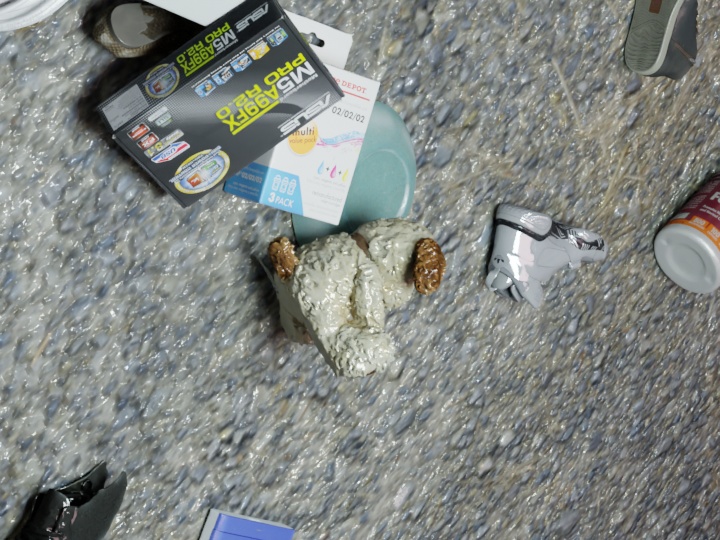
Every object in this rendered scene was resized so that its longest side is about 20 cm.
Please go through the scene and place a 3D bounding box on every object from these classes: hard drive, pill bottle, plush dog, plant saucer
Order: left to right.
[{"bbox_3d":[-0.154,0.374,2.012,0.132,0.025,0.201,22,87,-50],"label":"hard drive"},{"bbox_3d":[0.000,0.000,1.907,0.171,0.200,0.161,-29,114,-15],"label":"plush dog"},{"bbox_3d":[0.006,-0.089,2.006,0.201,0.039,0.202,-20,118,-43],"label":"plant saucer"},{"bbox_3d":[0.514,-0.069,2.533,0.200,0.114,0.115,-43,132,-30],"label":"pill bottle"}]

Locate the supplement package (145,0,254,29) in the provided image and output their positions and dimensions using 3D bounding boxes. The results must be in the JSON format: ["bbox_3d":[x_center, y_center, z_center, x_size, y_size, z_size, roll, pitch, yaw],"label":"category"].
[{"bbox_3d":[-0.174,-0.317,1.624,0.117,0.117,0.200,-45,145,21],"label":"supplement package"}]

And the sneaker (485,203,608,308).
[{"bbox_3d":[0.230,-0.010,2.267,0.200,0.075,0.115,16,92,-45],"label":"sneaker"}]

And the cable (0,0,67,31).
[{"bbox_3d":[-0.311,-0.298,1.479,0.199,0.069,0.201,20,90,-13],"label":"cable"}]

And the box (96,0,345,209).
[{"bbox_3d":[-0.131,-0.162,1.724,0.200,0.044,0.160,-34,148,4],"label":"box"}]

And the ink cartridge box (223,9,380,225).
[{"bbox_3d":[-0.055,-0.160,1.878,0.115,0.068,0.201,14,94,-43],"label":"ink cartridge box"}]

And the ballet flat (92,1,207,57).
[{"bbox_3d":[-0.184,-0.232,1.738,0.200,0.046,0.068,-15,84,-51],"label":"ballet flat"}]

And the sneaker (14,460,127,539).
[{"bbox_3d":[-0.313,0.261,1.766,0.199,0.060,0.105,-12,114,-52],"label":"sneaker"}]

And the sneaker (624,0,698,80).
[{"bbox_3d":[0.415,-0.350,2.354,0.106,0.075,0.201,3,111,-54],"label":"sneaker"}]
